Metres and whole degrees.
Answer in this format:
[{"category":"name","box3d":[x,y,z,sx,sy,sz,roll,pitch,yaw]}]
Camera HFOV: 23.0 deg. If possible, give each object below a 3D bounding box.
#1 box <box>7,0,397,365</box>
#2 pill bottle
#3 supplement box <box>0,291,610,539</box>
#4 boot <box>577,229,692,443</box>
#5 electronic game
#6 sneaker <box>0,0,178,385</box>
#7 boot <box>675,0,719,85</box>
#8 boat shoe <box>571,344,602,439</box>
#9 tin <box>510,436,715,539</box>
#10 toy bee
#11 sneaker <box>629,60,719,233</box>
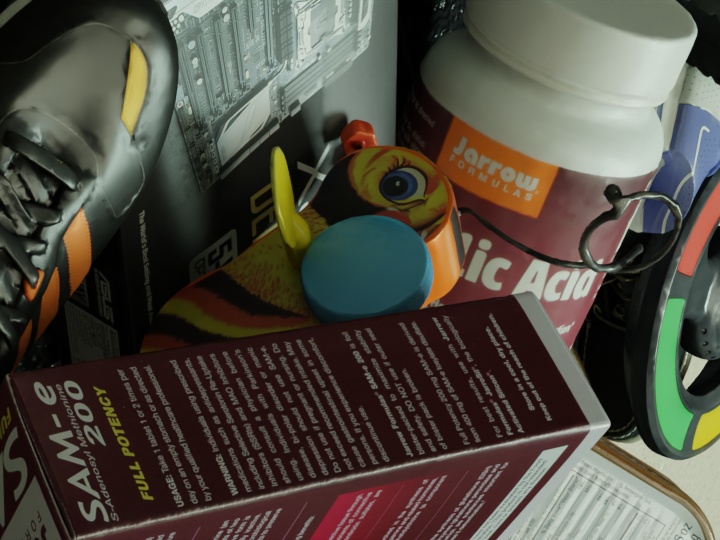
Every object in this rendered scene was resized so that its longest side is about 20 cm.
[{"category":"box","box3d":[-0.052,-0.065,0.666,0.158,0.050,0.200,-38,142,-37]},{"category":"pill bottle","box3d":[0.066,-0.037,0.789,0.114,0.114,0.200,-19,138,-52]},{"category":"supplement box","box3d":[-0.029,0.072,0.578,0.200,0.061,0.109,-8,147,-35]},{"category":"boot","box3d":[0.142,0.002,1.014,0.154,0.073,0.204,3,102,-60]},{"category":"electronic game","box3d":[0.208,0.013,1.014,0.200,0.042,0.200,-32,132,-45]},{"category":"sneaker","box3d":[-0.113,0.004,0.535,0.070,0.090,0.200,32,99,-28]},{"category":"boot","box3d":[0.180,-0.187,0.822,0.168,0.200,0.076,-56,-172,-7]},{"category":"boat shoe","box3d":[0.103,0.107,1.046,0.065,0.072,0.200,-19,129,-9]},{"category":"tin","box3d":[0.111,0.142,0.986,0.200,0.042,0.112,31,87,-17]},{"category":"toy bee","box3d":[0.000,0.000,0.670,0.200,0.109,0.131,-12,136,-25]},{"category":"sneaker","box3d":[0.202,-0.100,0.919,0.081,0.115,0.199,113,-1,-52]}]
